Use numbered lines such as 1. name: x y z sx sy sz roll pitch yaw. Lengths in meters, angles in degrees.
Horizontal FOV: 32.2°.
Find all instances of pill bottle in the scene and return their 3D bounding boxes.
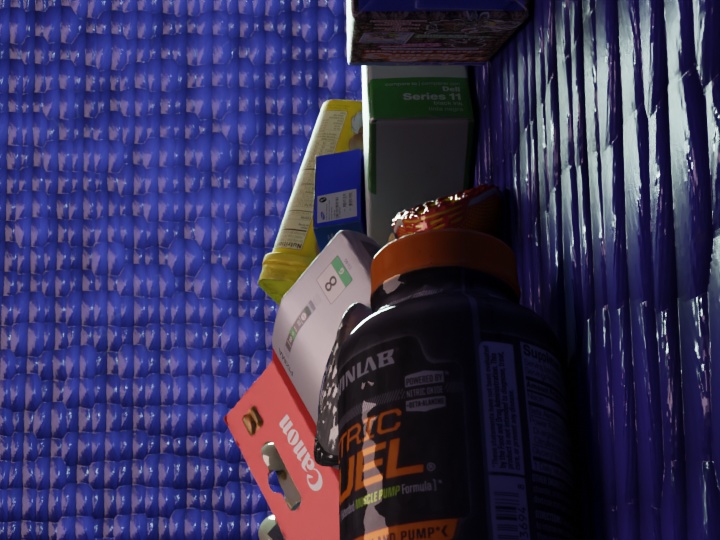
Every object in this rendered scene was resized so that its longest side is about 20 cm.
1. pill bottle: 0.042 0.084 0.550 0.106 0.105 0.202 91 178 -62

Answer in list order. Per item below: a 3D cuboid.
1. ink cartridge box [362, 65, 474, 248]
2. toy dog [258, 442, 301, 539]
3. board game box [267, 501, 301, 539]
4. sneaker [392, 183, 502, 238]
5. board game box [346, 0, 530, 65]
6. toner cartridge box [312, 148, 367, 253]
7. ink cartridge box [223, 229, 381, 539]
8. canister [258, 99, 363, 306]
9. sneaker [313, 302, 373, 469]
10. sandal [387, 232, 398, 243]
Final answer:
1. ink cartridge box: 0.043 -0.137 1.027 0.147 0.082 0.201 89 179 -49
2. toy dog: -0.032 0.173 1.121 0.194 0.138 0.202 -124 23 -62
3. board game box: 0.009 0.268 0.994 0.200 0.034 0.134 46 173 7
4. sneaker: 0.064 -0.007 0.804 0.200 0.072 0.078 58 -165 -79
5. board game box: 0.040 -0.215 0.749 0.200 0.096 0.161 -129 39 -88
6. toner cartridge box: 0.000 0.000 1.111 0.095 0.043 0.201 -88 -13 -46
7. ink cartridge box: -0.026 0.097 0.901 0.200 0.050 0.161 -48 53 20
8. canister: -0.017 -0.051 1.251 0.149 0.086 0.202 48 -125 -57
9. sneaker: 0.032 0.054 0.684 0.200 0.086 0.075 -47 -27 -62
10. sandal: -0.003 0.074 0.973 0.078 0.069 0.214 151 127 -80
